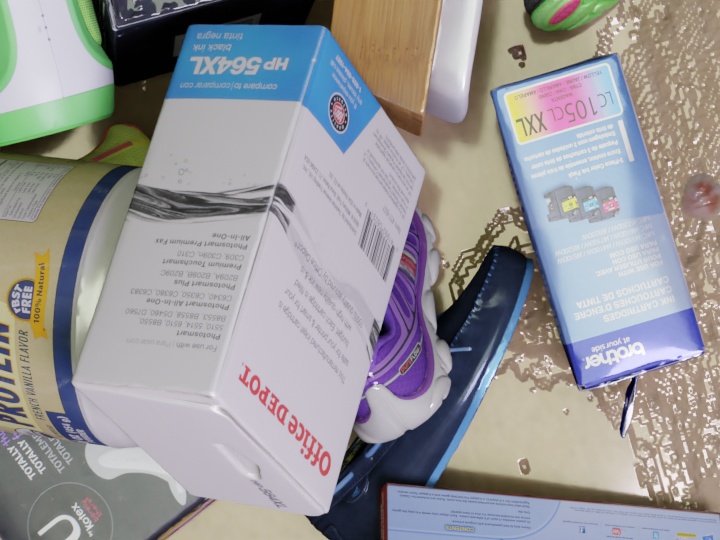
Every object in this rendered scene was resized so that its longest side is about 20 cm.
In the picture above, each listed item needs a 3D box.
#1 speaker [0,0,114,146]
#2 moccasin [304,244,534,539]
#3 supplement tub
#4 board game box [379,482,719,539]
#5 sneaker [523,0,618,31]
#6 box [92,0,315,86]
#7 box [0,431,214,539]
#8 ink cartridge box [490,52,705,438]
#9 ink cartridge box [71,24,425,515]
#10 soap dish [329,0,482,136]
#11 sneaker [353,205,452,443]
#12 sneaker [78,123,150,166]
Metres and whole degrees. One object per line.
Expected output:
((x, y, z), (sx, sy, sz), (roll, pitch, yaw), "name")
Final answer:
((-0.186, -0.167, 1.099), (0.088, 0.088, 0.200), (-14, 98, 4), "speaker")
((0.031, 0.071, 1.229), (0.068, 0.080, 0.200), (28, 91, 0), "moccasin")
((-0.189, 0.010, 1.119), (0.200, 0.144, 0.145), (6, 90, 18), "supplement tub")
((0.109, 0.177, 1.199), (0.200, 0.019, 0.103), (7, 60, -13), "board game box")
((0.141, -0.229, 1.237), (0.084, 0.077, 0.200), (24, 88, 21), "sneaker")
((-0.105, -0.223, 1.175), (0.123, 0.200, 0.199), (-17, 89, -7), "box")
((-0.120, 0.082, 1.228), (0.200, 0.106, 0.122), (-38, 85, 4), "box")
((0.135, -0.011, 1.195), (0.076, 0.136, 0.200), (-18, 88, 6), "ink cartridge box")
((-0.050, 0.000, 1.064), (0.084, 0.146, 0.200), (5, 64, 26), "ink cartridge box")
((0.027, -0.157, 1.171), (0.081, 0.200, 0.158), (8, 90, 1), "soap dish")
((0.000, 0.000, 1.190), (0.081, 0.200, 0.083), (-29, 131, 10), "sneaker")
((-0.188, -0.015, 1.258), (0.200, 0.078, 0.090), (-29, 57, 11), "sneaker")
